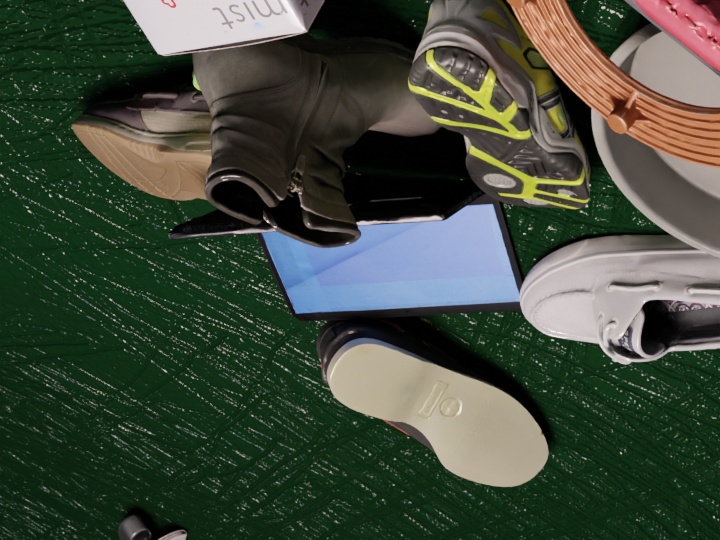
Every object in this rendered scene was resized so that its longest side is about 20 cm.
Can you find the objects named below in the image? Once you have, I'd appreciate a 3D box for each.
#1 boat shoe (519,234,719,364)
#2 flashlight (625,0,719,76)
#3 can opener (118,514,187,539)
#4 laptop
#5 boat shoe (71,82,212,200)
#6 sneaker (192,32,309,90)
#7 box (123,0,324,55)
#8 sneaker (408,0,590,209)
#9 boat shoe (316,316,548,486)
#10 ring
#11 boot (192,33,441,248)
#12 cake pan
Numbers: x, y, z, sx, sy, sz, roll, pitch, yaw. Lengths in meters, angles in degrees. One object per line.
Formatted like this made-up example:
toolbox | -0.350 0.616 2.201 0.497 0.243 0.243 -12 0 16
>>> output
boat shoe | 0.182 0.025 1.082 0.199 0.069 0.072 -3 135 34
flashlight | 0.156 -0.139 0.849 0.200 0.068 0.068 41 142 13
can opener | -0.205 0.299 1.689 0.067 0.052 0.201 51 151 26
laptop | 0.000 0.000 1.105 0.176 0.200 0.104 -4 100 18
boat shoe | -0.116 -0.089 1.128 0.199 0.065 0.072 11 151 51
sneaker | -0.074 -0.171 1.005 0.076 0.084 0.200 -14 158 -10
box | -0.064 -0.233 0.800 0.096 0.201 0.177 -4 134 35
sneaker | 0.092 -0.097 0.990 0.075 0.077 0.200 4 157 23
boat shoe | 0.055 0.093 1.256 0.201 0.063 0.074 30 105 -25
ring | 0.140 -0.125 0.807 0.200 0.019 0.201 33 151 21
boot | -0.019 -0.069 0.979 0.199 0.132 0.068 13 149 -43
cake pan | 0.228 -0.079 0.950 0.199 0.037 0.201 17 144 13
